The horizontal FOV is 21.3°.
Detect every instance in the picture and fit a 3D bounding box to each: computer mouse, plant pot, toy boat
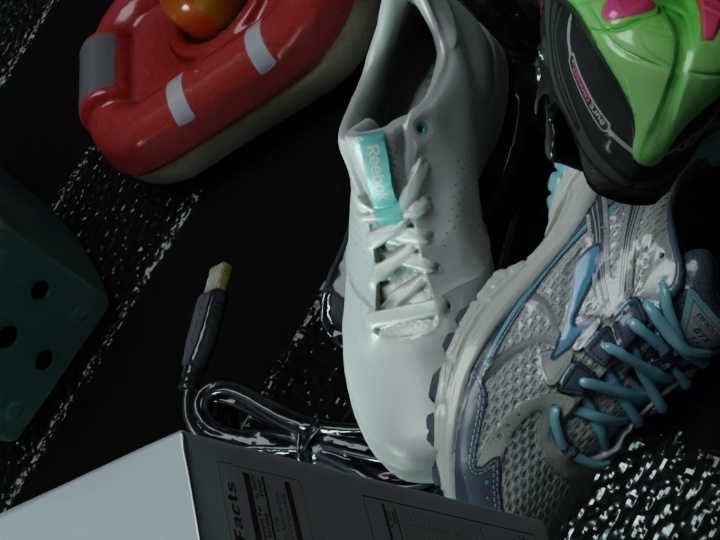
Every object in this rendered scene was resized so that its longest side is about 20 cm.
[{"bbox_3d":[0.000,0.000,0.831,0.139,0.046,0.202,6,73,26],"label":"computer mouse"},{"bbox_3d":[-0.235,-0.003,1.009,0.199,0.141,0.142,31,84,43],"label":"plant pot"},{"bbox_3d":[-0.081,-0.145,0.965,0.199,0.131,0.131,-30,44,24],"label":"toy boat"}]

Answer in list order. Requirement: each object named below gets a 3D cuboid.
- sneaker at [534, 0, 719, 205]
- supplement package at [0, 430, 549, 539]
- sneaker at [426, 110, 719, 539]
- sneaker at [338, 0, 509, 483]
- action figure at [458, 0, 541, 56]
[{"bbox_3d":[0.087,-0.083,0.701,0.200,0.076,0.085,-83,9,-68],"label":"sneaker"},{"bbox_3d":[-0.035,0.159,0.605,0.151,0.199,0.152,-25,63,28],"label":"supplement package"},{"bbox_3d":[0.094,0.019,0.713,0.086,0.078,0.201,10,68,44],"label":"sneaker"},{"bbox_3d":[0.017,-0.021,0.754,0.074,0.088,0.202,-6,69,18],"label":"sneaker"},{"bbox_3d":[0.116,-0.190,0.859,0.201,0.069,0.130,-55,30,-10],"label":"action figure"}]
